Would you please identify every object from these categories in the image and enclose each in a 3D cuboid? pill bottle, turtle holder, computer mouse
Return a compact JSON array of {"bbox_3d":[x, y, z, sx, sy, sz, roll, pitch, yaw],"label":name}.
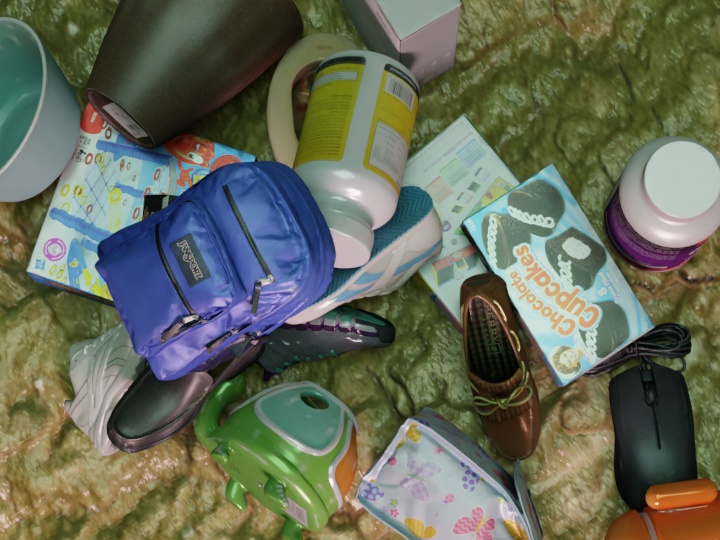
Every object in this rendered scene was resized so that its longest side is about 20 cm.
[{"bbox_3d":[-0.010,-0.110,1.647,0.110,0.112,0.202,12,65,3],"label":"pill bottle"},{"bbox_3d":[-0.084,0.181,1.692,0.184,0.142,0.132,18,59,44],"label":"turtle holder"},{"bbox_3d":[0.298,0.159,1.716,0.137,0.053,0.203,-10,79,-2],"label":"computer mouse"},{"bbox_3d":[0.314,-0.069,1.683,0.111,0.200,0.114,0,80,1],"label":"pill bottle"}]

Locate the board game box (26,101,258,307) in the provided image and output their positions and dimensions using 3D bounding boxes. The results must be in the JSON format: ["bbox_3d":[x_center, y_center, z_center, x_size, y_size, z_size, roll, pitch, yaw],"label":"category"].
[{"bbox_3d":[-0.231,-0.056,1.765,0.193,0.056,0.202,18,80,5],"label":"board game box"}]

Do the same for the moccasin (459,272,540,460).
[{"bbox_3d":[0.143,0.106,1.687,0.073,0.078,0.204,-3,112,14],"label":"moccasin"}]

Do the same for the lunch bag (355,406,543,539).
[{"bbox_3d":[0.108,0.235,1.645,0.199,0.170,0.128,39,94,8],"label":"lunch bag"}]

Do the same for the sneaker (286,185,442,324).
[{"bbox_3d":[0.000,0.000,1.693,0.199,0.081,0.077,-32,49,-3],"label":"sneaker"}]

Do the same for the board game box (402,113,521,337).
[{"bbox_3d":[0.115,-0.042,1.763,0.152,0.040,0.201,-38,81,-6],"label":"board game box"}]

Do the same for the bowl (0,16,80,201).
[{"bbox_3d":[-0.373,-0.154,1.739,0.199,0.105,0.203,-14,64,30],"label":"bowl"}]

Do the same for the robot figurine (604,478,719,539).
[{"bbox_3d":[0.331,0.290,1.660,0.197,0.144,0.118,-12,58,-2],"label":"robot figurine"}]

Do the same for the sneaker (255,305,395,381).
[{"bbox_3d":[-0.062,0.077,1.741,0.197,0.074,0.089,9,98,9],"label":"sneaker"}]

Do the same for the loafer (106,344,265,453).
[{"bbox_3d":[-0.174,0.101,1.641,0.073,0.072,0.200,42,64,9],"label":"loafer"}]

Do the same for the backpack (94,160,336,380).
[{"bbox_3d":[-0.128,-0.002,1.525,0.198,0.168,0.164,-29,88,14],"label":"backpack"}]

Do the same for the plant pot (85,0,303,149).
[{"bbox_3d":[-0.190,-0.232,1.718,0.186,0.187,0.201,35,75,7],"label":"plant pot"}]

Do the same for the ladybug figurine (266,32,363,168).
[{"bbox_3d":[-0.035,-0.153,1.764,0.134,0.072,0.203,1,73,-8],"label":"ladybug figurine"}]

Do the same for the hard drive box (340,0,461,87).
[{"bbox_3d":[0.033,-0.290,1.730,0.076,0.200,0.157,-30,81,-4],"label":"hard drive box"}]

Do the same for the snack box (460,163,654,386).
[{"bbox_3d":[0.204,0.005,1.713,0.115,0.037,0.201,-32,85,-5],"label":"snack box"}]

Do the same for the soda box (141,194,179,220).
[{"bbox_3d":[-0.127,-0.034,1.703,0.198,0.063,0.072,6,88,-31],"label":"soda box"}]

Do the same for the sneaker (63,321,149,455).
[{"bbox_3d":[-0.257,0.089,1.705,0.099,0.078,0.202,32,107,16],"label":"sneaker"}]
